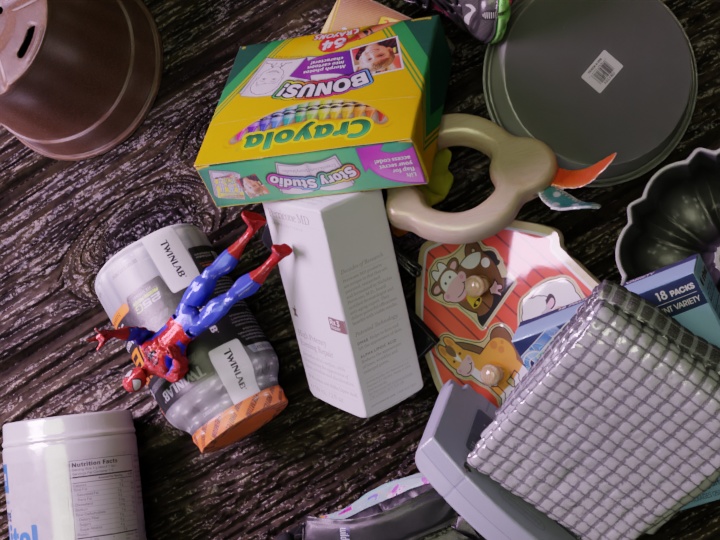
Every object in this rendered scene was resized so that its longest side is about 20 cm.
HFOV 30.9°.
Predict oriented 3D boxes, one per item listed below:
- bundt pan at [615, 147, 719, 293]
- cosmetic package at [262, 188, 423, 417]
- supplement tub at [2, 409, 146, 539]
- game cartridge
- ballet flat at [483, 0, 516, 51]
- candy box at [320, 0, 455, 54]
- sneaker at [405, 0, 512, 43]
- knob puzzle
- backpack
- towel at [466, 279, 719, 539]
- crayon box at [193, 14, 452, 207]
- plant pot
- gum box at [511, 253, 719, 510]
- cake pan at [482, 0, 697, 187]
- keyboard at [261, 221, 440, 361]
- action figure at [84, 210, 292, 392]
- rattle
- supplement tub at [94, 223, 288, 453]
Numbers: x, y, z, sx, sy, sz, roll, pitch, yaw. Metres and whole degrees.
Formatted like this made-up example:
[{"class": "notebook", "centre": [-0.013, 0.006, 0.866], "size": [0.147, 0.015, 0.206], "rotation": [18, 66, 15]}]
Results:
[{"class": "bundt pan", "centre": [0.327, -0.006, 1.143], "size": [0.201, 0.076, 0.203], "rotation": [-2, 84, 15]}, {"class": "cosmetic package", "centre": [-0.015, 0.021, 1.174], "size": [0.102, 0.074, 0.201], "rotation": [14, 124, 54]}, {"class": "supplement tub", "centre": [-0.276, 0.242, 1.268], "size": [0.131, 0.132, 0.201], "rotation": [-10, 82, 15]}, {"class": "game cartridge", "centre": [0.136, 0.191, 1.125], "size": [0.200, 0.133, 0.041], "rotation": [40, 114, -4]}, {"class": "ballet flat", "centre": [0.148, -0.205, 1.221], "size": [0.066, 0.057, 0.201], "rotation": [-25, 80, 9]}, {"class": "candy box", "centre": [-0.007, -0.158, 1.263], "size": [0.115, 0.055, 0.200], "rotation": [28, 95, 17]}, {"class": "sneaker", "centre": [0.075, -0.258, 1.192], "size": [0.200, 0.083, 0.077], "rotation": [-134, 44, -54]}, {"class": "knob puzzle", "centre": [0.120, 0.041, 1.191], "size": [0.219, 0.030, 0.221], "rotation": [4, 96, 36]}, {"class": "backpack", "centre": [0.048, 0.254, 1.176], "size": [0.200, 0.127, 0.167], "rotation": [-31, 91, 13]}, {"class": "towel", "centre": [0.208, 0.121, 1.055], "size": [0.165, 0.086, 0.200], "rotation": [33, 125, -3]}, {"class": "crayon box", "centre": [-0.029, -0.142, 1.158], "size": [0.199, 0.058, 0.173], "rotation": [-6, 43, 19]}, {"class": "plant pot", "centre": [-0.326, -0.225, 1.287], "size": [0.199, 0.198, 0.201], "rotation": [-1, 84, 15]}, {"class": "gum box", "centre": [0.250, 0.107, 1.106], "size": [0.170, 0.045, 0.200], "rotation": [-23, 103, 27]}, {"class": "cake pan", "centre": [0.212, -0.177, 1.182], "size": [0.199, 0.037, 0.201], "rotation": [0, 85, -2]}, {"class": "keyboard", "centre": [0.000, 0.000, 1.231], "size": [0.200, 0.021, 0.127], "rotation": [46, 130, 4]}, {"class": "action figure", "centre": [-0.157, 0.037, 1.138], "size": [0.065, 0.099, 0.200], "rotation": [47, 108, 17]}, {"class": "rattle", "centre": [0.124, -0.059, 1.173], "size": [0.199, 0.143, 0.130], "rotation": [-2, 47, 4]}, {"class": "supplement tub", "centre": [-0.159, 0.066, 1.253], "size": [0.122, 0.123, 0.200], "rotation": [-35, 77, 11]}]
